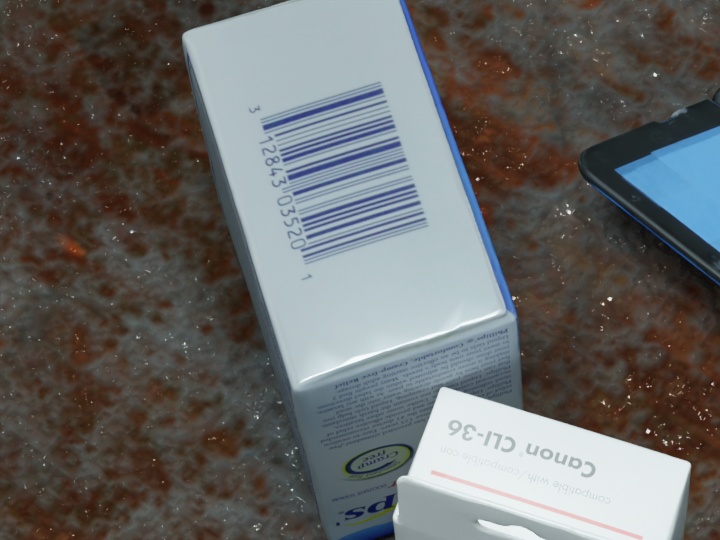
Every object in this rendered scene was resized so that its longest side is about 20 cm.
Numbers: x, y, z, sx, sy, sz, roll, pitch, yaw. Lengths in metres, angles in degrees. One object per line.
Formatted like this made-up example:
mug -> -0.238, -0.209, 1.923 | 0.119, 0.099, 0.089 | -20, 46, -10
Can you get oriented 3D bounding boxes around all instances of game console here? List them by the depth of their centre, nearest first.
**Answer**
game console -> 0.235, -0.059, 1.322 | 0.200, 0.118, 0.171 | 40, 105, 31

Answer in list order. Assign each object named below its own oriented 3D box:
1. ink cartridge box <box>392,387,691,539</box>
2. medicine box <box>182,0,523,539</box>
ink cartridge box -> 0.079, 0.118, 1.222 | 0.116, 0.200, 0.068 | 16, 66, 10
medicine box -> 0.000, 0.000, 1.284 | 0.102, 0.200, 0.183 | -17, 64, -3
